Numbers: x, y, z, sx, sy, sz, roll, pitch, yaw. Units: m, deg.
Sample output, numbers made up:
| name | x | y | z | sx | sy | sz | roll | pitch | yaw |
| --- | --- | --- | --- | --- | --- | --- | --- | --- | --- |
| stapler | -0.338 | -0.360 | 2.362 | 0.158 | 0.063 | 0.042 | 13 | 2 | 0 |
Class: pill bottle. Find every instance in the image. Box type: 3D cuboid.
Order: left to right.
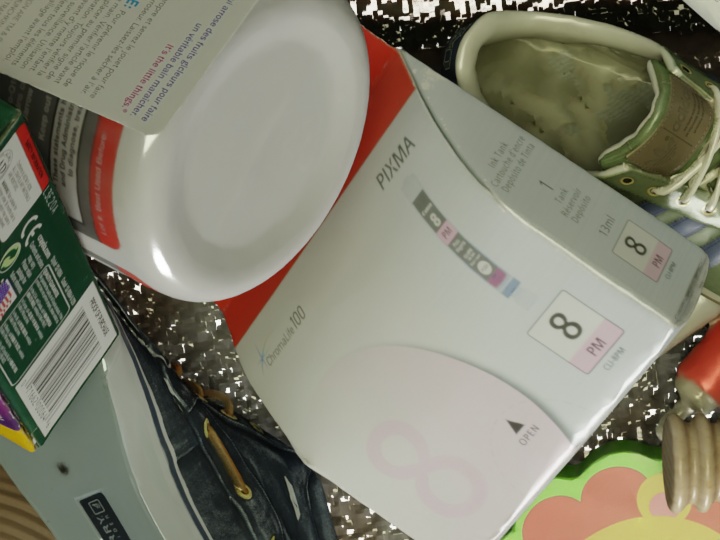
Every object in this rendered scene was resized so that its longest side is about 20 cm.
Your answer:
| name | x | y | z | sx | sy | sz | roll | pitch | yaw |
| --- | --- | --- | --- | --- | --- | --- | --- | --- | --- |
| pill bottle | -0.105 | -0.077 | 0.893 | 0.200 | 0.116 | 0.116 | 26 | 104 | 31 |

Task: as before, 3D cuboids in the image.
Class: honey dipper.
| name | x | y | z | sx | sy | sz | roll | pitch | yaw |
| --- | --- | --- | --- | --- | --- | --- | --- | --- | --- |
| honey dipper | 0.212 | 0.067 | 0.967 | 0.200 | 0.038 | 0.038 | -3 | 102 | 0 |

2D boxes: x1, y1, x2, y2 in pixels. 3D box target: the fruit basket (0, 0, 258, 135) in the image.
| name | x | y | z | sx | sy | sz | roll | pitch | yaw |
| --- | --- | --- | --- | --- | --- | --- | --- | --- | --- |
| fruit basket | -0.099 | -0.137 | 0.824 | 0.200 | 0.094 | 0.185 | 25 | 60 | 14 |

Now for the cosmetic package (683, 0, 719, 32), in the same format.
| name | x | y | z | sx | sy | sz | roll | pitch | yaw |
| --- | --- | --- | --- | --- | --- | --- | --- | --- | --- |
| cosmetic package | 0.122 | -0.141 | 0.888 | 0.200 | 0.113 | 0.081 | 39 | 109 | -6 |

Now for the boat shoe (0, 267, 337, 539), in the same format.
| name | x | y | z | sx | sy | sz | roll | pitch | yaw |
| --- | --- | --- | --- | --- | --- | --- | --- | --- | --- |
| boat shoe | -0.079 | 0.062 | 0.982 | 0.071 | 0.091 | 0.200 | -18 | 103 | 35 |

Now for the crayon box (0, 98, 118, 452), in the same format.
| name | x | y | z | sx | sy | sz | roll | pitch | yaw |
| --- | --- | --- | --- | --- | --- | --- | --- | --- | --- |
| crayon box | -0.174 | -0.033 | 0.833 | 0.172 | 0.200 | 0.058 | 31 | 75 | 13 |

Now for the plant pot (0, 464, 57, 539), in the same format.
| name | x | y | z | sx | sy | sz | roll | pitch | yaw |
| --- | --- | --- | --- | --- | --- | --- | --- | --- | --- |
| plant pot | -0.158 | 0.159 | 1.005 | 0.201 | 0.093 | 0.201 | 0 | 102 | 2 |

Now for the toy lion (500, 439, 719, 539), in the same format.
| name | x | y | z | sx | sy | sz | roll | pitch | yaw |
| --- | --- | --- | --- | --- | --- | --- | --- | --- | --- |
| toy lion | 0.148 | 0.133 | 1.016 | 0.192 | 0.069 | 0.200 | 42 | 99 | 0 |

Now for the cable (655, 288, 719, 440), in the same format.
| name | x | y | z | sx | sy | sz | roll | pitch | yaw |
| --- | --- | --- | --- | --- | --- | --- | --- | --- | --- |
| cable | 0.166 | -0.018 | 0.981 | 0.200 | 0.050 | 0.097 | -43 | 90 | 10 |

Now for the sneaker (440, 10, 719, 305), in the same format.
| name | x | y | z | sx | sy | sz | roll | pitch | yaw |
| --- | --- | --- | --- | --- | --- | --- | --- | --- | --- |
| sneaker | 0.114 | -0.037 | 0.929 | 0.200 | 0.090 | 0.067 | 26 | 85 | 15 |

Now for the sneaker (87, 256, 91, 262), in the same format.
| name | x | y | z | sx | sy | sz | roll | pitch | yaw |
| --- | --- | --- | --- | --- | --- | --- | --- | --- | --- |
| sneaker | -0.197 | -0.007 | 0.978 | 0.200 | 0.073 | 0.071 | -13 | 96 | 3 |

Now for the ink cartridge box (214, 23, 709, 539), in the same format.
| name | x | y | z | sx | sy | sz | roll | pitch | yaw |
| --- | --- | --- | --- | --- | --- | --- | --- | --- | --- |
| ink cartridge box | 0.000 | 0.000 | 0.944 | 0.200 | 0.057 | 0.163 | 31 | 134 | -4 |
